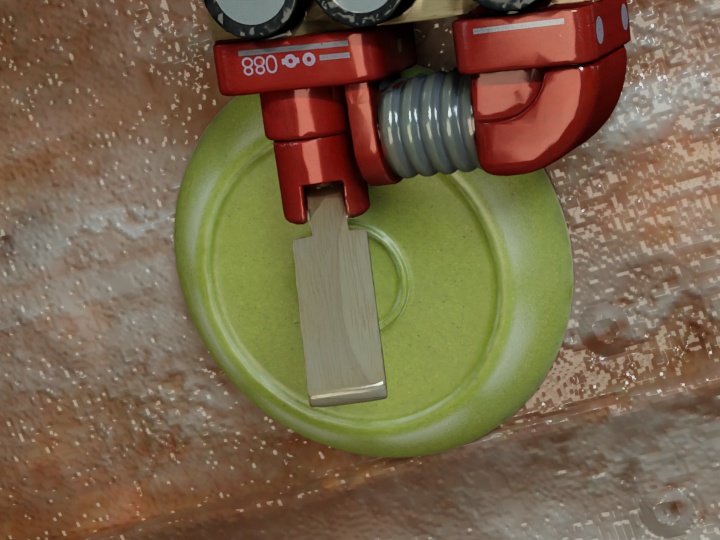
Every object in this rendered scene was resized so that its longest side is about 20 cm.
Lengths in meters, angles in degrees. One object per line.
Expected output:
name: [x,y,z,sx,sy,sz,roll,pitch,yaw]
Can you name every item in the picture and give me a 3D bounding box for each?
toy fire truck: [0.025,-0.055,1.125,0.175,0.129,0.201,-4,100,19]
plant saucer: [0.000,0.000,1.222,0.199,0.031,0.201,6,111,16]
